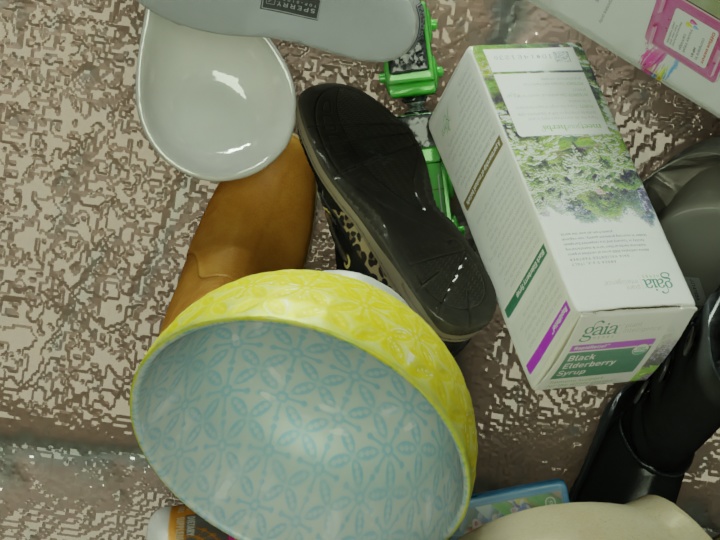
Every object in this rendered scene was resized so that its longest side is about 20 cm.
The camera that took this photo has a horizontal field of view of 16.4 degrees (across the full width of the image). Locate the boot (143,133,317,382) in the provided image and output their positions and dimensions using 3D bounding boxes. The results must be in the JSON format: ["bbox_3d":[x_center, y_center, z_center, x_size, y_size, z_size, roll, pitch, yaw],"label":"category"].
[{"bbox_3d":[-0.079,0.010,1.521,0.071,0.144,0.201,21,93,1],"label":"boot"}]

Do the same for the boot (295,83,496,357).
[{"bbox_3d":[0.000,0.000,1.528,0.073,0.151,0.200,-14,57,-33],"label":"boot"}]

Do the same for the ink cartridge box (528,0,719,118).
[{"bbox_3d":[0.220,-0.146,1.465,0.200,0.145,0.085,36,112,22],"label":"ink cartridge box"}]

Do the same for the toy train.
[{"bbox_3d":[0.038,-0.072,1.557,0.042,0.056,0.200,-8,91,2],"label":"toy train"}]

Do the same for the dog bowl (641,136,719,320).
[{"bbox_3d":[0.241,0.005,1.496,0.200,0.200,0.059,40,53,0],"label":"dog bowl"}]

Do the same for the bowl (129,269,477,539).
[{"bbox_3d":[-0.019,0.064,1.410,0.200,0.108,0.200,13,136,12],"label":"bowl"}]

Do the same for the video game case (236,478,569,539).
[{"bbox_3d":[0.035,0.211,1.473,0.200,0.018,0.143,-11,94,-2],"label":"video game case"}]

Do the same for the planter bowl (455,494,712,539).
[{"bbox_3d":[0.139,0.207,1.382,0.135,0.200,0.200,-32,91,-16],"label":"planter bowl"}]

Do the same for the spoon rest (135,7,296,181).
[{"bbox_3d":[-0.107,-0.149,1.540,0.099,0.061,0.200,-21,81,-15],"label":"spoon rest"}]

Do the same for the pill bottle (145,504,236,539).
[{"bbox_3d":[-0.026,0.192,1.540,0.200,0.116,0.116,-7,92,2],"label":"pill bottle"}]

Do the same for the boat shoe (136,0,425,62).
[{"bbox_3d":[-0.058,-0.173,1.502,0.200,0.057,0.069,18,110,0],"label":"boat shoe"}]

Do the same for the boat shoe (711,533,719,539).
[{"bbox_3d":[0.212,0.255,1.468,0.073,0.063,0.200,3,93,2],"label":"boat shoe"}]

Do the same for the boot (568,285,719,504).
[{"bbox_3d":[0.187,0.100,1.460,0.066,0.200,0.165,20,59,-11],"label":"boot"}]

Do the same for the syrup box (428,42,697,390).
[{"bbox_3d":[0.115,-0.033,1.463,0.079,0.081,0.200,-4,56,-24],"label":"syrup box"}]
